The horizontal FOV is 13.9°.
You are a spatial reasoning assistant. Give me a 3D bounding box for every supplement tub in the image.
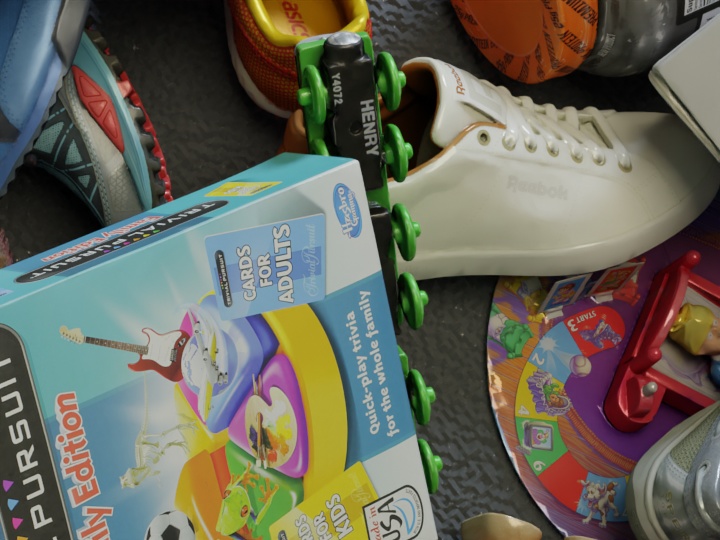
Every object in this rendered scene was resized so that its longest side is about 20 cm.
[{"bbox_3d":[0.137,-0.158,1.246,0.200,0.123,0.123,-24,80,-22],"label":"supplement tub"}]

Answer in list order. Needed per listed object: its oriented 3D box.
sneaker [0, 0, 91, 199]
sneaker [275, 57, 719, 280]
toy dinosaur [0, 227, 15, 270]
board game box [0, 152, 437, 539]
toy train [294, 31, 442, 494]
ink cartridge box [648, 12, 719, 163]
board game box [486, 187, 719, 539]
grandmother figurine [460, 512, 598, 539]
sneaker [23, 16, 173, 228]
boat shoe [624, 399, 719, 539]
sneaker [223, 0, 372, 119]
[{"bbox_3d":[-0.168,-0.045,1.098,0.078,0.066,0.200,29,105,-13],"label":"sneaker"},{"bbox_3d":[0.060,-0.046,1.196,0.200,0.085,0.073,-11,41,-20],"label":"sneaker"},{"bbox_3d":[-0.149,0.030,1.055,0.135,0.086,0.200,-2,114,-7],"label":"toy dinosaur"},{"bbox_3d":[-0.072,0.061,1.045,0.200,0.047,0.151,-24,109,-36],"label":"board game box"},{"bbox_3d":[0.000,0.000,1.137,0.042,0.056,0.200,-11,113,-13],"label":"toy train"},{"bbox_3d":[0.230,-0.104,1.192,0.200,0.145,0.083,-39,76,15],"label":"ink cartridge box"},{"bbox_3d":[0.153,0.041,1.227,0.200,0.039,0.158,-17,77,-21],"label":"board game box"},{"bbox_3d":[0.054,0.200,1.139,0.121,0.061,0.200,12,70,16],"label":"grandmother figurine"},{"bbox_3d":[-0.151,-0.078,1.170,0.095,0.079,0.200,-36,83,-4],"label":"sneaker"},{"bbox_3d":[0.190,0.047,1.185,0.202,0.065,0.075,-35,91,-28],"label":"boat shoe"},{"bbox_3d":[-0.046,-0.158,1.212,0.073,0.077,0.200,-23,69,-22],"label":"sneaker"}]
